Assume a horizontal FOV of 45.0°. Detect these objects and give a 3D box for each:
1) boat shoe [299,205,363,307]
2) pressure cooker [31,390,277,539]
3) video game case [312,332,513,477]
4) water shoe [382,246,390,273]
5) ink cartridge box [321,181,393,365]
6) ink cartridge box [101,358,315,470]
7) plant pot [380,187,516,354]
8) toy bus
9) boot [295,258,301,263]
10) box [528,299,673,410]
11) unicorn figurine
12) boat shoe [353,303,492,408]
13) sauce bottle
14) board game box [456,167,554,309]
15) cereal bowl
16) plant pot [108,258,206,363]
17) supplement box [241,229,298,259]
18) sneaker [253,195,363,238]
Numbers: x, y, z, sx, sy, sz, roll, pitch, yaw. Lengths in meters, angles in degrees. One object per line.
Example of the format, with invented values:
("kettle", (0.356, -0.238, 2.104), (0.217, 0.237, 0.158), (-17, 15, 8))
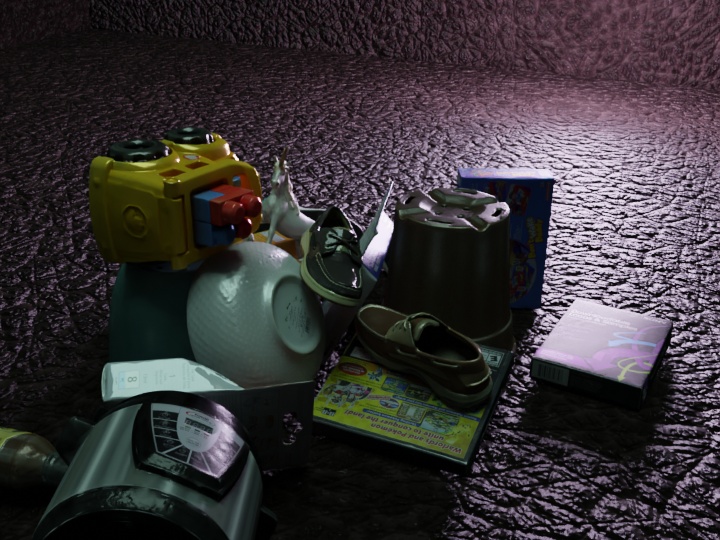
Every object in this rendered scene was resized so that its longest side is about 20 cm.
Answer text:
("boat shoe", (-0.033, -0.023, 1.041), (0.072, 0.065, 0.200), (17, 20, -21))
("pressure cooker", (-0.172, 0.202, 0.737), (0.176, 0.178, 0.201), (-14, 22, 8))
("video game case", (0.059, 0.140, 1.013), (0.197, 0.026, 0.181), (12, 41, 22))
("water shoe", (0.075, -0.017, 1.346), (0.070, 0.080, 0.200), (-9, 26, -21))
("ink cartridge box", (0.000, 0.000, 1.171), (0.040, 0.201, 0.200), (29, 26, -4))
("ink cartridge box", (-0.148, 0.147, 0.872), (0.197, 0.161, 0.048), (-4, 49, -10))
("plant pot", (0.115, 0.008, 1.148), (0.197, 0.201, 0.201), (0, 25, 0))
("toy bus", (-0.179, -0.081, 0.998), (0.190, 0.138, 0.199), (11, 24, 31))
("boot", (-0.085, 0.004, 1.221), (0.075, 0.074, 0.200), (43, 5, 6))
("box", (0.321, 0.103, 1.145), (0.141, 0.037, 0.200), (14, 26, 25))
("unicorn figurine", (-0.112, -0.073, 1.305), (0.073, 0.200, 0.139), (12, 65, 40))
("boat shoe", (0.072, 0.080, 1.007), (0.198, 0.073, 0.075), (26, 47, 35))
("sauce bottle", (-0.359, 0.194, 0.883), (0.197, 0.066, 0.065), (9, 25, 13))
("board game box", (0.203, -0.045, 1.265), (0.132, 0.203, 0.045), (1, 23, 0))
("cereal bowl", (-0.104, 0.058, 1.010), (0.082, 0.202, 0.200), (-18, 12, 33))
("plant pot", (-0.220, 0.051, 1.083), (0.197, 0.163, 0.201), (1, 24, -1))
("supplement box", (-0.171, -0.015, 1.347), (0.198, 0.068, 0.068), (-17, 30, -36))
("sneaker", (-0.097, -0.080, 1.482), (0.197, 0.085, 0.121), (12, 14, -13))
